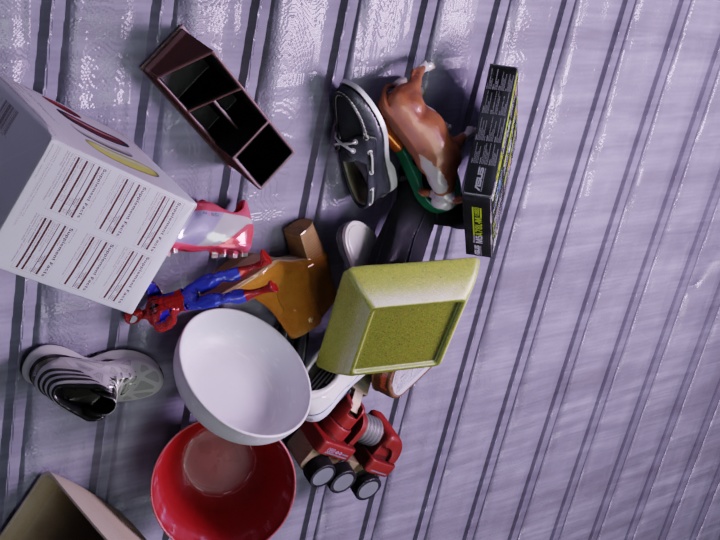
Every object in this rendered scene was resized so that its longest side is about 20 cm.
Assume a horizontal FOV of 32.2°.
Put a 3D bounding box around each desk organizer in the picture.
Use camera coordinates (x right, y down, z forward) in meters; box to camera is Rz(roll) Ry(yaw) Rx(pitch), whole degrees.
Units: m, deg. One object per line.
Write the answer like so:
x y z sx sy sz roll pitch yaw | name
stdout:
-0.164 -0.189 1.479 0.072 0.077 0.200 -46 137 -5 | desk organizer

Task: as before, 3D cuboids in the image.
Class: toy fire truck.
-0.002 0.223 1.889 0.200 0.129 0.175 -49 139 13 | toy fire truck

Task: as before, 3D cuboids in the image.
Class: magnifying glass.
0.069 -0.156 1.696 0.200 0.022 0.080 43 58 -27 | magnifying glass

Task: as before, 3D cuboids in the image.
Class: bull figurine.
0.096 -0.178 1.670 0.201 0.065 0.122 56 44 -27 | bull figurine

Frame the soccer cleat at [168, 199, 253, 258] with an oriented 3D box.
-0.222 -0.056 1.545 0.198 0.066 0.077 3 83 -35 | soccer cleat

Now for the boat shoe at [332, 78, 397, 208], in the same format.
-0.002 -0.161 1.642 0.060 0.075 0.201 -42 136 -18 | boat shoe

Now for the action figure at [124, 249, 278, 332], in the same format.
-0.212 0.024 1.547 0.198 0.066 0.099 -20 161 10 | action figure

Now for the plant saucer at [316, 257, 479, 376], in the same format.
0.056 0.074 1.686 0.198 0.048 0.201 -5 138 -22 | plant saucer

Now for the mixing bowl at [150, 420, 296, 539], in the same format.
-0.192 0.282 1.729 0.198 0.108 0.203 -2 102 -9 | mixing bowl

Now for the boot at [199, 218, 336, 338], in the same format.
-0.115 0.036 1.674 0.201 0.070 0.145 -35 126 -29 | boot

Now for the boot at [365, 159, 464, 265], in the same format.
0.084 -0.029 1.753 0.164 0.065 0.202 34 63 -37 | boot

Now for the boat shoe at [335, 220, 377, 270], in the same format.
0.000 0.000 1.759 0.200 0.061 0.073 56 49 -49 | boat shoe

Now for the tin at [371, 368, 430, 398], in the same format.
0.082 0.118 1.880 0.200 0.042 0.113 -37 149 -49 | tin

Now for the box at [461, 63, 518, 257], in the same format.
0.180 -0.147 1.715 0.193 0.047 0.202 69 32 -66 | box

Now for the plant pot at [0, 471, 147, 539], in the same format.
-0.362 0.415 1.651 0.201 0.199 0.177 -54 148 3 | plant pot

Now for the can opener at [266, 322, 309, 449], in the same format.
-0.105 0.153 1.780 0.063 0.078 0.202 7 104 -34 | can opener

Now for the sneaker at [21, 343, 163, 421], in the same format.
-0.315 0.154 1.556 0.199 0.115 0.076 10 111 -44 | sneaker

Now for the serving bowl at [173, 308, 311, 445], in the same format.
-0.165 0.150 1.645 0.199 0.201 0.066 3 142 -42 | serving bowl

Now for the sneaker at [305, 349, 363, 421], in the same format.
-0.025 0.126 1.786 0.201 0.072 0.071 -55 158 -29 | sneaker

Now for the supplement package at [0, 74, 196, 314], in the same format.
-0.322 -0.084 1.331 0.199 0.191 0.148 25 101 -47 | supplement package
